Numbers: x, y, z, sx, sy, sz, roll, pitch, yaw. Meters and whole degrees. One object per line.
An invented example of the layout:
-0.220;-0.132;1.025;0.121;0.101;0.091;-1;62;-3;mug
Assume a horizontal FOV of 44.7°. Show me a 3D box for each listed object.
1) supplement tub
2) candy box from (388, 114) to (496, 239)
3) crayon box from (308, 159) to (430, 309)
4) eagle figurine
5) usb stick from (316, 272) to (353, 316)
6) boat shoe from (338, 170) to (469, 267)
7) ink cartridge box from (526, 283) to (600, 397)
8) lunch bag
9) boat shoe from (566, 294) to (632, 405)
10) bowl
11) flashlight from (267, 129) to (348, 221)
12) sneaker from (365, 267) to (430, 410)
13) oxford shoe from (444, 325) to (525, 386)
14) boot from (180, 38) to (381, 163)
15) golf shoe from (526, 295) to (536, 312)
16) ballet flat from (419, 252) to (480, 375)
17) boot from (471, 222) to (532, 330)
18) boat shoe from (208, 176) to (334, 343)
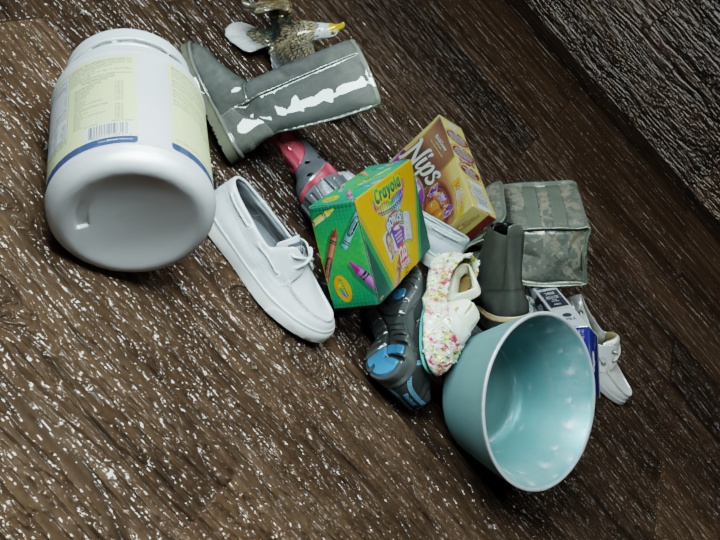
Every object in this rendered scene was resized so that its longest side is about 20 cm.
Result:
-0.212;-0.115;0.809;0.145;0.145;0.200;25;37;-37;supplement tub
0.117;-0.121;1.294;0.056;0.117;0.200;23;38;-37;candy box
0.016;-0.047;1.014;0.200;0.058;0.119;-44;123;-61;crayon box
-0.084;-0.328;1.292;0.152;0.151;0.200;-57;145;-21;eagle figurine
0.000;0.000;1.077;0.055;0.033;0.200;48;29;0;usb stick
0.054;-0.078;1.145;0.201;0.072;0.070;36;13;-5;boat shoe
0.282;0.093;1.235;0.200;0.039;0.100;-112;-167;-67;ink cartridge box
0.233;-0.058;1.318;0.164;0.200;0.118;-78;165;-61;lunch bag
0.385;0.126;1.404;0.200;0.069;0.071;52;26;-9;boat shoe
0.170;0.146;1.014;0.201;0.105;0.201;0;89;-41;bowl
-0.089;-0.144;1.085;0.200;0.068;0.068;49;-6;18;flashlight
0.051;0.077;1.035;0.082;0.073;0.200;53;29;-29;sneaker
0.145;0.108;1.124;0.200;0.073;0.084;42;14;-16;oxford shoe
-0.098;-0.235;1.057;0.182;0.200;0.073;63;2;11;boot
0.208;0.087;1.205;0.097;0.078;0.200;18;17;-16;golf shoe
0.107;0.038;1.019;0.076;0.064;0.200;59;24;-31;ballet flat
0.168;-0.008;1.141;0.077;0.139;0.200;-8;15;-19;boot
-0.087;-0.014;0.938;0.200;0.069;0.072;53;29;7;boat shoe
